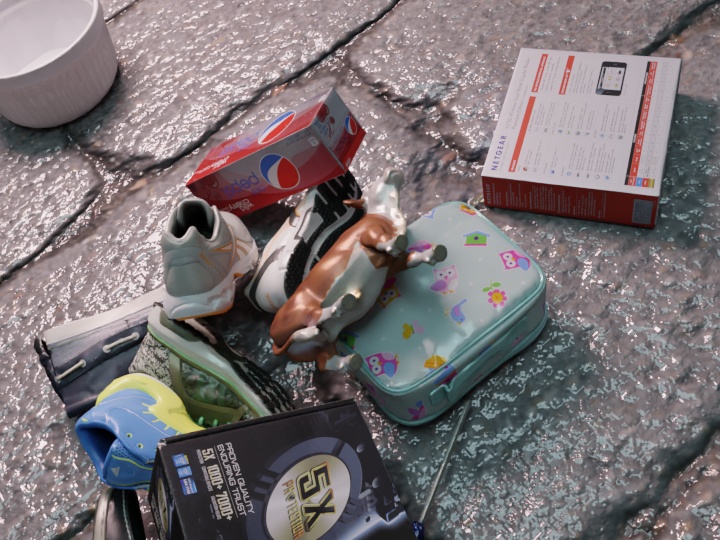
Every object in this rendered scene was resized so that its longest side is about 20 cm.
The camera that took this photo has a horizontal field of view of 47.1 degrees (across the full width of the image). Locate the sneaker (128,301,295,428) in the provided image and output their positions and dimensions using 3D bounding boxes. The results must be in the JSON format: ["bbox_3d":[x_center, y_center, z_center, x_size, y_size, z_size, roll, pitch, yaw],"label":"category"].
[{"bbox_3d":[-0.135,0.119,0.762,0.199,0.077,0.089,39,97,16],"label":"sneaker"}]

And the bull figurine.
[{"bbox_3d":[0.000,0.000,0.711,0.201,0.065,0.121,-55,26,-13],"label":"bull figurine"}]

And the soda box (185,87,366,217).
[{"bbox_3d":[-0.093,-0.116,0.872,0.198,0.064,0.070,-17,35,40],"label":"soda box"}]

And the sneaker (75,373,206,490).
[{"bbox_3d":[-0.156,0.169,0.691,0.198,0.077,0.105,29,25,16],"label":"sneaker"}]

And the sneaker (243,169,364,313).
[{"bbox_3d":[-0.059,-0.037,0.858,0.079,0.074,0.201,-15,34,40],"label":"sneaker"}]

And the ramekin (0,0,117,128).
[{"bbox_3d":[-0.422,-0.285,1.107,0.197,0.106,0.202,-7,53,9],"label":"ramekin"}]

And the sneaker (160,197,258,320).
[{"bbox_3d":[-0.143,-0.033,0.785,0.074,0.093,0.200,-6,22,1],"label":"sneaker"}]

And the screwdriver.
[{"bbox_3d":[0.053,0.193,0.686,0.029,0.028,0.202,24,63,-5],"label":"screwdriver"}]

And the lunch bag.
[{"bbox_3d":[0.067,0.042,0.767,0.199,0.077,0.160,-36,56,-13],"label":"lunch bag"}]

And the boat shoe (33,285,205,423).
[{"bbox_3d":[-0.213,0.080,0.821,0.197,0.075,0.094,-21,75,-9],"label":"boat shoe"}]

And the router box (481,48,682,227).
[{"bbox_3d":[0.239,-0.149,0.883,0.177,0.049,0.202,10,57,20],"label":"router box"}]

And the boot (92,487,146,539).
[{"bbox_3d":[-0.127,0.253,0.663,0.152,0.074,0.205,-18,57,-4],"label":"boot"}]

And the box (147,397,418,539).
[{"bbox_3d":[-0.048,0.210,0.591,0.162,0.087,0.201,-6,51,-27],"label":"box"}]
